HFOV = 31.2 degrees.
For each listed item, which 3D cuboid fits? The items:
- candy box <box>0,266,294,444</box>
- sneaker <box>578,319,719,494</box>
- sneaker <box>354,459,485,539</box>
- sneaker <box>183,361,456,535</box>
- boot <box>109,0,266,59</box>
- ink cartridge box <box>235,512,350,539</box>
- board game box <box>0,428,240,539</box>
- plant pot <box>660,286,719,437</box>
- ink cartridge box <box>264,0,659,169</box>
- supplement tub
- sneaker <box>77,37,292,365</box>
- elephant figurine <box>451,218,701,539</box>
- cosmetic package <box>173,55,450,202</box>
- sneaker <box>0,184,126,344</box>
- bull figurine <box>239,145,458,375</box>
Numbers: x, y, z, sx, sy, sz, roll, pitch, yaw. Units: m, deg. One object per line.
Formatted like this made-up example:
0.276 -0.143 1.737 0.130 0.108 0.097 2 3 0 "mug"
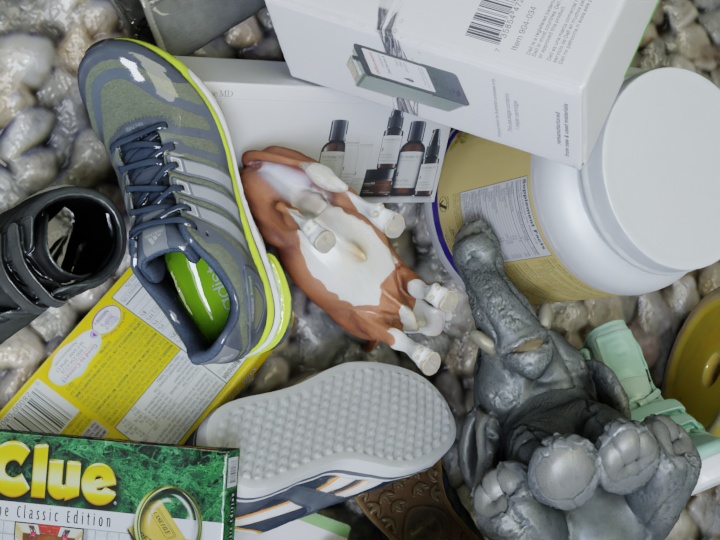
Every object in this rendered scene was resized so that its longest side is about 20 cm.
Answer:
-0.138 0.073 0.773 0.102 0.026 0.200 36 68 10 "candy box"
0.186 0.094 0.877 0.073 0.200 0.120 -15 88 -13 "sneaker"
0.039 0.171 0.860 0.067 0.090 0.201 -30 69 -14 "sneaker"
-0.032 0.108 0.787 0.199 0.079 0.079 -2 59 -42 "sneaker"
-0.054 -0.186 0.841 0.200 0.073 0.182 -38 90 -32 "boot"
-0.101 0.228 0.789 0.145 0.048 0.202 26 73 -24 "ink cartridge box"
-0.163 0.142 0.703 0.198 0.023 0.106 2 85 17 "board game box"
0.337 0.102 0.964 0.187 0.201 0.203 19 76 -10 "plant pot"
0.065 -0.167 0.761 0.198 0.084 0.146 20 68 19 "ink cartridge box"
0.147 -0.053 0.862 0.144 0.199 0.147 3 84 -28 "supplement tub"
-0.102 -0.037 0.722 0.073 0.081 0.202 -26 95 17 "sneaker"
0.116 0.092 0.805 0.140 0.200 0.156 17 113 -27 "elephant figurine"
-0.037 -0.089 0.833 0.198 0.051 0.083 -3 116 -28 "cosmetic package"
-0.213 0.014 0.721 0.200 0.099 0.071 -42 105 -24 "sneaker"
0.000 0.000 0.806 0.065 0.121 0.200 -52 125 -9 "bull figurine"
